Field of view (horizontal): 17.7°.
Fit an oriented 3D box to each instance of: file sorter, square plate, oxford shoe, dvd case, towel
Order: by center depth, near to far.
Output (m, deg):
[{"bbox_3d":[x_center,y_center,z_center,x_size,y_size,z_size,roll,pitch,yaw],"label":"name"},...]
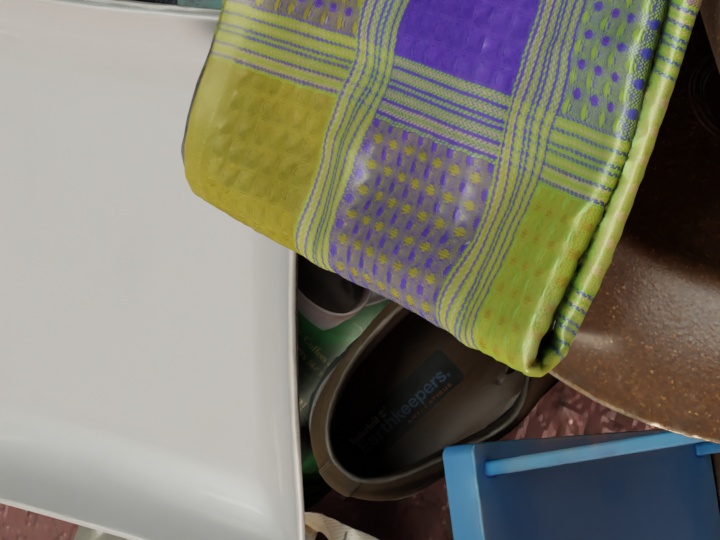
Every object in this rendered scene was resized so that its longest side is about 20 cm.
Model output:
[{"bbox_3d":[0.015,-0.064,0.670,0.200,0.023,0.144,31,105,51],"label":"towel"},{"bbox_3d":[0.125,0.144,0.717,0.122,0.138,0.201,-13,81,39],"label":"file sorter"},{"bbox_3d":[0.062,0.002,0.743,0.073,0.084,0.200,41,93,2],"label":"oxford shoe"},{"bbox_3d":[-0.097,-0.003,0.830,0.197,0.028,0.201,11,110,30],"label":"square plate"},{"bbox_3d":[-0.093,-0.030,0.850,0.145,0.022,0.201,21,117,27],"label":"dvd case"}]

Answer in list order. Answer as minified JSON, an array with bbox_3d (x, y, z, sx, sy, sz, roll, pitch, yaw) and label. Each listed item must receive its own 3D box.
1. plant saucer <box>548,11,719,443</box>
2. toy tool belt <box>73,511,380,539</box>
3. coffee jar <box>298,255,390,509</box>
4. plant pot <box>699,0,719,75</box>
[{"bbox_3d":[0.114,-0.040,0.690,0.201,0.200,0.037,54,152,28],"label":"plant saucer"},{"bbox_3d":[-0.045,0.163,0.875,0.199,0.125,0.124,-3,60,46],"label":"toy tool belt"},{"bbox_3d":[0.000,0.000,0.867,0.200,0.085,0.105,-45,70,34],"label":"coffee jar"},{"bbox_3d":[0.165,-0.073,0.604,0.187,0.186,0.200,-58,41,26],"label":"plant pot"}]
